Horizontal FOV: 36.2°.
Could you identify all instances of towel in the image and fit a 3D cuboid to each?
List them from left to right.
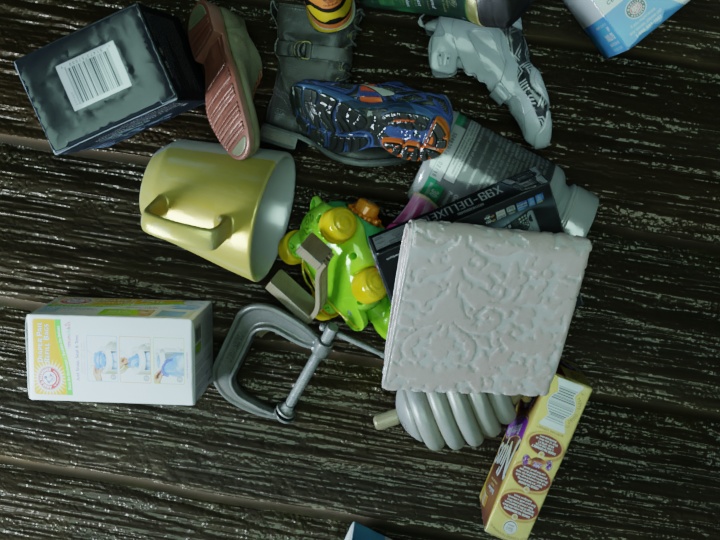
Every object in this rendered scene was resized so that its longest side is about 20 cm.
[{"bbox_3d":[0.127,0.042,1.154,0.197,0.032,0.194,4,116,-13],"label":"towel"}]

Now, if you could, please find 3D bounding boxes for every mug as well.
[{"bbox_3d":[-0.170,-0.085,1.248,0.151,0.187,0.152,16,80,10],"label":"mug"}]

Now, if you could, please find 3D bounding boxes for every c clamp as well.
[{"bbox_3d":[-0.087,0.117,1.301,0.169,0.027,0.201,32,129,-6],"label":"c clamp"}]

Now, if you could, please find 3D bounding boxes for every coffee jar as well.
[{"bbox_3d":[0.095,-0.322,1.191,0.198,0.104,0.086,18,136,30],"label":"coffee jar"}]

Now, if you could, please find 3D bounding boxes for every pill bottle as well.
[{"bbox_3d":[0.162,-0.087,1.252,0.198,0.113,0.114,27,99,0],"label":"pill bottle"}]

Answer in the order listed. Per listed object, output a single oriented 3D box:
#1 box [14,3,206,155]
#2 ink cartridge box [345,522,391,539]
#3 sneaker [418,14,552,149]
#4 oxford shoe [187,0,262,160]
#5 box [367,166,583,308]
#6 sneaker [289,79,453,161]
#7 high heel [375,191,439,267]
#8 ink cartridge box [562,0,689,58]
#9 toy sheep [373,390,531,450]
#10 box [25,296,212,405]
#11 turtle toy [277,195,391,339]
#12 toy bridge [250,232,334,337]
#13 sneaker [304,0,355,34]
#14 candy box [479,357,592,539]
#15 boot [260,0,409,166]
[{"bbox_3d":[-0.265,-0.209,1.218,0.147,0.200,0.108,-23,97,7],"label":"box"},{"bbox_3d":[0.047,0.428,1.306,0.198,0.146,0.148,25,99,-1],"label":"ink cartridge box"},{"bbox_3d":[0.143,-0.223,1.257,0.113,0.075,0.203,-19,91,7],"label":"sneaker"},{"bbox_3d":[-0.135,-0.216,1.239,0.071,0.073,0.203,-36,62,45],"label":"oxford shoe"},{"bbox_3d":[0.124,0.001,1.179,0.197,0.050,0.159,-22,118,0],"label":"box"},{"bbox_3d":[0.013,-0.173,1.212,0.197,0.079,0.076,16,132,18],"label":"sneaker"},{"bbox_3d":[0.094,0.005,1.251,0.097,0.067,0.200,-57,133,-12],"label":"high heel"},{"bbox_3d":[0.274,-0.358,1.191,0.146,0.146,0.201,-38,93,7],"label":"ink cartridge box"},{"bbox_3d":[0.108,0.142,1.272,0.198,0.138,0.140,-25,96,9],"label":"toy sheep"},{"bbox_3d":[-0.282,0.093,1.305,0.196,0.113,0.103,1,99,4],"label":"box"},{"bbox_3d":[0.000,0.000,1.273,0.101,0.145,0.202,-33,96,-32],"label":"turtle toy"},{"bbox_3d":[-0.077,0.031,1.269,0.067,0.027,0.200,40,141,-3],"label":"toy bridge"},{"bbox_3d":[-0.053,-0.369,1.217,0.069,0.090,0.203,-17,77,-2],"label":"sneaker"},{"bbox_3d":[0.202,0.205,1.289,0.056,0.117,0.203,20,98,0],"label":"candy box"},{"bbox_3d":[-0.023,-0.217,1.270,0.197,0.069,0.177,13,97,1],"label":"boot"}]
